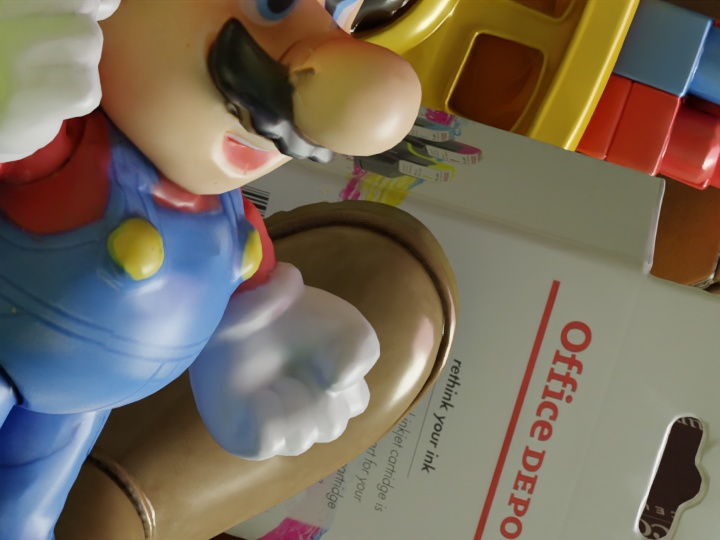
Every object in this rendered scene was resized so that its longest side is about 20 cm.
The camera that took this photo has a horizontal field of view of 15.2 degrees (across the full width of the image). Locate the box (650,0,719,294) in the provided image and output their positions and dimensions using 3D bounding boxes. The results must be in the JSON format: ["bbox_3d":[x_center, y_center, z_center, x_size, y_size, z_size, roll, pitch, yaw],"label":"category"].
[{"bbox_3d":[0.107,-0.058,0.987,0.163,0.021,0.200,-22,-139,53],"label":"box"}]

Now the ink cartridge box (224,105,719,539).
[{"bbox_3d":[0.011,0.019,0.743,0.068,0.200,0.115,-67,173,-65],"label":"ink cartridge box"}]

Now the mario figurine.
[{"bbox_3d":[-0.035,-0.005,0.476,0.123,0.106,0.200,-84,-160,-71],"label":"mario figurine"}]

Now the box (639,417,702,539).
[{"bbox_3d":[0.059,0.117,1.080,0.200,0.166,0.164,-91,-158,-60],"label":"box"}]

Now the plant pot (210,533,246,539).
[{"bbox_3d":[-0.026,0.147,0.825,0.200,0.200,0.184,-66,164,-61],"label":"plant pot"}]

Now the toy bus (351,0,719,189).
[{"bbox_3d":[0.037,-0.052,0.878,0.136,0.192,0.200,-37,151,-80],"label":"toy bus"}]

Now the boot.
[{"bbox_3d":[-0.061,0.071,0.615,0.175,0.066,0.200,-33,-168,17],"label":"boot"}]
